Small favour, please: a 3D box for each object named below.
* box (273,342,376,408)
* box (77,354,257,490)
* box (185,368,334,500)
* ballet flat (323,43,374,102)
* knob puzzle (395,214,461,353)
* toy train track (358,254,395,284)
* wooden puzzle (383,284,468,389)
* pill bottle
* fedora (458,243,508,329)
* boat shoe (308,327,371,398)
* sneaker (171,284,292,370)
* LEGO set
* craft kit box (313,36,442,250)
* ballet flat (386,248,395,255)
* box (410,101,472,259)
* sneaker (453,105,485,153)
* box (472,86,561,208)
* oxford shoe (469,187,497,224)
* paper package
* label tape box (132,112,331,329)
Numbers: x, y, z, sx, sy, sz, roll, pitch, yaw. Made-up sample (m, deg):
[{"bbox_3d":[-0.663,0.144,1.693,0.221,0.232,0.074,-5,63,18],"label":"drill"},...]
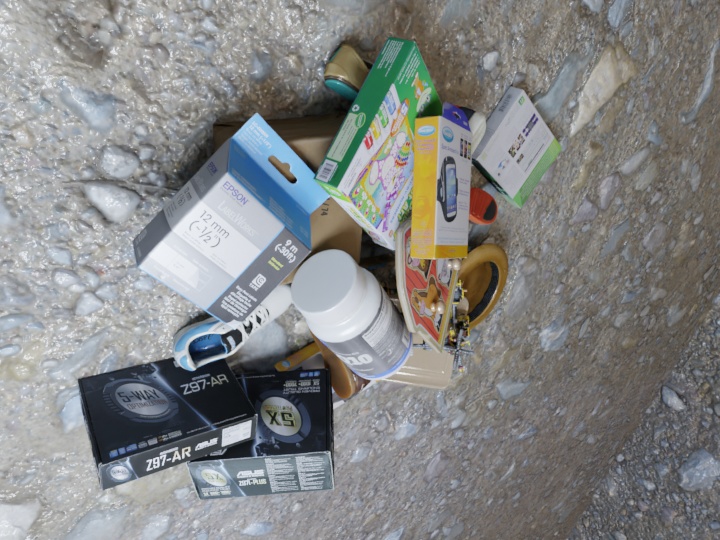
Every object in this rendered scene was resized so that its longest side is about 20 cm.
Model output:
[{"bbox_3d":[-0.061,0.185,0.921,0.199,0.041,0.120,-29,115,-23],"label":"box"},{"bbox_3d":[-0.262,0.190,0.710,0.198,0.160,0.044,-9,124,-33],"label":"box"},{"bbox_3d":[-0.139,0.240,0.784,0.197,0.165,0.087,-3,123,-1],"label":"box"},{"bbox_3d":[0.031,-0.243,0.739,0.199,0.068,0.064,27,83,-46],"label":"ballet flat"},{"bbox_3d":[0.106,0.000,0.767,0.219,0.030,0.223,2,88,-57],"label":"knob puzzle"},{"bbox_3d":[0.000,0.000,0.844,0.199,0.114,0.033,-12,132,-58],"label":"toy train track"},{"bbox_3d":[0.095,0.123,0.983,0.182,0.037,0.203,8,115,1],"label":"wooden puzzle"},{"bbox_3d":[-0.009,0.065,0.728,0.114,0.114,0.200,-44,139,-6],"label":"pill bottle"},{"bbox_3d":[0.203,0.028,1.031,0.199,0.082,0.203,-19,127,-28],"label":"fedora"},{"bbox_3d":[-0.037,0.105,0.860,0.070,0.070,0.203,-21,96,-44],"label":"boat shoe"},{"bbox_3d":[-0.179,0.083,0.771,0.199,0.072,0.073,-31,130,-21],"label":"sneaker"},{"bbox_3d":[0.096,0.080,0.867,0.197,0.116,0.156,8,83,1],"label":"LEGO set"},{"bbox_3d":[0.042,-0.154,0.685,0.202,0.048,0.197,-63,153,-6],"label":"craft kit box"},{"bbox_3d":[0.030,-0.092,0.844,0.063,0.068,0.201,-15,130,4],"label":"ballet flat"},{"bbox_3d":[0.111,-0.117,0.704,0.119,0.041,0.203,-3,94,-58],"label":"box"},{"bbox_3d":[0.112,-0.169,0.812,0.201,0.084,0.075,-56,160,-6],"label":"sneaker"},{"bbox_3d":[0.291,-0.223,0.977,0.199,0.036,0.145,30,96,-44],"label":"box"},{"bbox_3d":[0.142,-0.131,0.893,0.199,0.072,0.072,30,74,-25],"label":"oxford shoe"},{"bbox_3d":[-0.093,-0.097,0.704,0.189,0.103,0.202,-14,125,-30],"label":"paper package"},{"bbox_3d":[-0.132,-0.050,0.591,0.200,0.066,0.143,-44,130,3],"label":"label tape box"}]
